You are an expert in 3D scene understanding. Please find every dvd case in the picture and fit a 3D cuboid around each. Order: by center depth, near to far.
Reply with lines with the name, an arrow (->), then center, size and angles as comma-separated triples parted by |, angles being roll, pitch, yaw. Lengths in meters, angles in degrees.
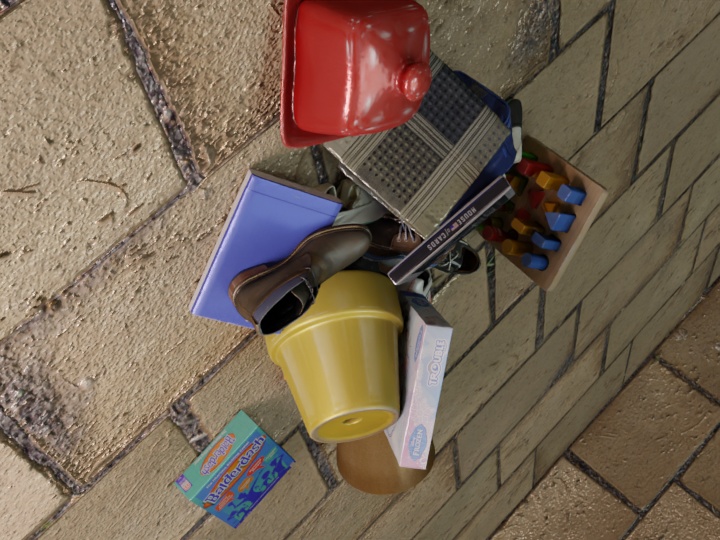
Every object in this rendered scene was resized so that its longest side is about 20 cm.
dvd case -> 0.129, -0.054, 1.299 | 0.200, 0.025, 0.150 | -40, 174, 10

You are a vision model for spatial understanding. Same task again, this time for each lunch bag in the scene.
lunch bag -> 0.116, -0.172, 1.328 | 0.200, 0.136, 0.133 | -46, 151, -10

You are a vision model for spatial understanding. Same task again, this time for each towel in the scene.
towel -> 0.073, -0.173, 1.234 | 0.200, 0.192, 0.035 | -50, -170, -10

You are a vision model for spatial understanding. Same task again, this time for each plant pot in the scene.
plant pot -> -0.027, 0.128, 1.317 | 0.198, 0.191, 0.201 | -11, 153, -6
plant pot -> 0.038, 0.263, 1.688 | 0.186, 0.186, 0.202 | -33, 134, -31

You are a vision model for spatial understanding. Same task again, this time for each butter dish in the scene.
butter dish -> 0.017, -0.232, 1.074 | 0.198, 0.147, 0.202 | -21, 127, -41

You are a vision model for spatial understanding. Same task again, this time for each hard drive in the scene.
hard drive -> -0.122, -0.019, 1.204 | 0.131, 0.025, 0.201 | 15, 112, -30

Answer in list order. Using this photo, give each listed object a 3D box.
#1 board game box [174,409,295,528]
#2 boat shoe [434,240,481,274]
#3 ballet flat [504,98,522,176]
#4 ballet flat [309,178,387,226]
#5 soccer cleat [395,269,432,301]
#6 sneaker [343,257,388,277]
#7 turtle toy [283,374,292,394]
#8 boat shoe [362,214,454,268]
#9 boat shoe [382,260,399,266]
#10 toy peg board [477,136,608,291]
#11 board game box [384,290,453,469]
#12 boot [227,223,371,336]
board game box -> -0.197, 0.324, 1.519 | 0.152, 0.045, 0.200 | -47, 151, -10
boat shoe -> 0.145, -0.032, 1.607 | 0.072, 0.068, 0.199 | -56, 150, 11
ballet flat -> 0.222, -0.183, 1.547 | 0.201, 0.068, 0.068 | -56, 153, 6
ballet flat -> -0.031, -0.090, 1.283 | 0.199, 0.069, 0.070 | -20, 138, -41
soccer cleat -> 0.088, 0.025, 1.529 | 0.086, 0.068, 0.200 | -65, 174, 15
sneaker -> 0.000, 0.000, 1.422 | 0.199, 0.076, 0.092 | 10, 108, -61
turtle toy -> -0.040, 0.164, 1.495 | 0.199, 0.146, 0.101 | -19, 160, -45
boat shoe -> 0.059, -0.055, 1.390 | 0.199, 0.073, 0.072 | 10, 151, -43
boat shoe -> 0.111, -0.078, 1.501 | 0.199, 0.066, 0.072 | -32, 137, 5
toy peg board -> 0.283, -0.103, 1.614 | 0.097, 0.199, 0.201 | 6, 119, -40
board game box -> 0.074, 0.150, 1.352 | 0.199, 0.043, 0.202 | -121, -139, -76
boot -> -0.062, 0.015, 1.174 | 0.198, 0.097, 0.075 | -28, 127, -6
